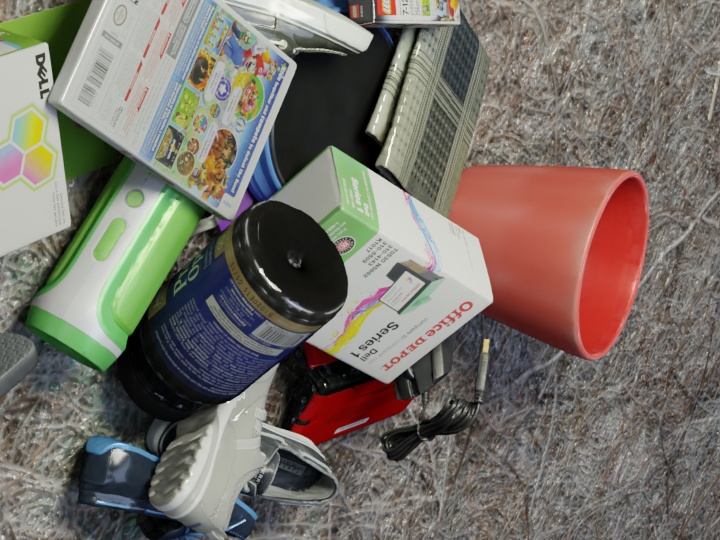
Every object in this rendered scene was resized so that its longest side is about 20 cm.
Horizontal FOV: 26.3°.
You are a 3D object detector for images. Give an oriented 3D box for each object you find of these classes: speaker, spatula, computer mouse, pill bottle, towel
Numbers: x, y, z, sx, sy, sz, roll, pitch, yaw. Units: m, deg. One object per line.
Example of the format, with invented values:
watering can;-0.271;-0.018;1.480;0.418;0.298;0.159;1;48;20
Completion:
speaker;-0.186;-0.023;1.237;0.201;0.088;0.088;-60;141;-13
spatula;-0.156;-0.024;1.323;0.200;0.020;0.057;-44;134;-28
computer mouse;0.070;0.071;1.444;0.046;0.140;0.201;31;55;-26
pill bottle;-0.111;0.040;1.266;0.111;0.113;0.200;0;148;-50
towel;0.066;-0.156;1.482;0.193;0.034;0.202;42;61;-63

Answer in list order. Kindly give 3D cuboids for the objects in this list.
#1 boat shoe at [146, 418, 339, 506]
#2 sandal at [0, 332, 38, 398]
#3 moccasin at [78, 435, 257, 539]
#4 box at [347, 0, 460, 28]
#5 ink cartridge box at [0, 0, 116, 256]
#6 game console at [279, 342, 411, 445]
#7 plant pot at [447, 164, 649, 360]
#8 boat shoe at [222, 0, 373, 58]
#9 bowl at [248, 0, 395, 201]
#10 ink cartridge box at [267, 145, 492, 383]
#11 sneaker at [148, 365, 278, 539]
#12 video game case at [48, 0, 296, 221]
boat shoe;-0.103;0.176;1.414;0.199;0.068;0.072;25;98;-39
sandal;-0.325;0.118;1.150;0.200;0.076;0.043;-40;132;-17
moccasin;-0.178;0.208;1.367;0.199;0.080;0.069;32;71;-38
box;0.033;-0.316;1.356;0.109;0.035;0.202;-8;96;-42
ink cartridge box;-0.244;-0.107;1.137;0.199;0.075;0.149;-27;126;-40
game console;-0.014;0.072;1.539;0.199;0.119;0.173;-14;148;-45
plant pot;0.181;-0.022;1.580;0.200;0.176;0.202;-36;133;-52
boat shoe;-0.083;-0.205;1.276;0.199;0.071;0.064;14;106;-30
bowl;-0.033;-0.146;1.394;0.200;0.039;0.202;-23;121;-45
ink cartridge box;0.000;0.000;1.380;0.199;0.084;0.145;30;123;-36
sneaker;-0.118;0.147;1.351;0.082;0.074;0.201;50;47;-28
video game case;-0.137;-0.144;1.177;0.200;0.018;0.144;35;71;-47
